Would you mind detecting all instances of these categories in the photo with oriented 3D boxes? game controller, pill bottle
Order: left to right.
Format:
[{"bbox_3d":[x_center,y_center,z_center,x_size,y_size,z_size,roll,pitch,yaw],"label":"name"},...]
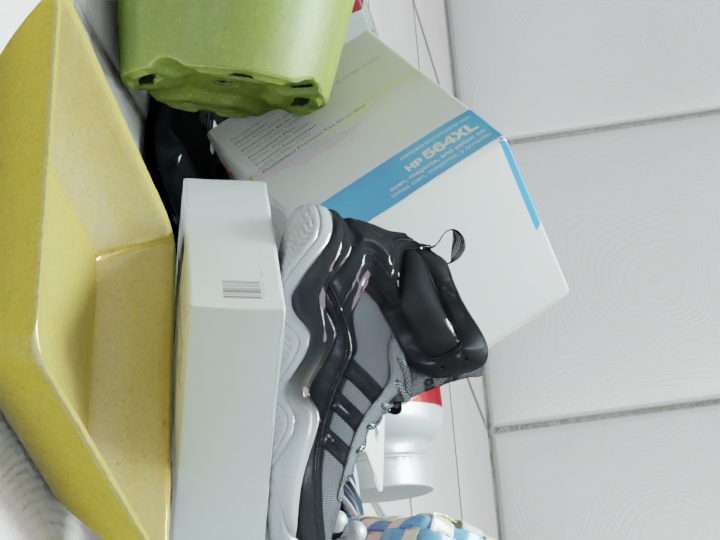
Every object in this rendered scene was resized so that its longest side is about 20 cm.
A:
[{"bbox_3d":[-0.106,-0.089,1.340,0.200,0.042,0.104,-88,153,-53],"label":"game controller"},{"bbox_3d":[0.007,0.080,1.678,0.112,0.112,0.201,53,30,-74],"label":"pill bottle"}]

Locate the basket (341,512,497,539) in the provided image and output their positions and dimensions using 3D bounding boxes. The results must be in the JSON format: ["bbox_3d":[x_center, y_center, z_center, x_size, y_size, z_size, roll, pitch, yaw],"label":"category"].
[{"bbox_3d":[0.023,0.264,1.396,0.176,0.139,0.201,-16,-121,62],"label":"basket"}]

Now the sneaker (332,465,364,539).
[{"bbox_3d":[-0.015,0.222,1.523,0.109,0.070,0.201,-82,157,-79],"label":"sneaker"}]

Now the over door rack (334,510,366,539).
[{"bbox_3d":[-0.034,0.111,1.204,0.148,0.066,0.201,172,-71,-79],"label":"over door rack"}]

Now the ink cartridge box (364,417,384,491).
[{"bbox_3d":[-0.041,0.054,1.466,0.116,0.066,0.201,-87,162,-55],"label":"ink cartridge box"}]

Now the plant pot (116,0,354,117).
[{"bbox_3d":[-0.068,-0.193,1.224,0.200,0.199,0.191,45,49,-77],"label":"plant pot"}]

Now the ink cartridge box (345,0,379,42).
[{"bbox_3d":[-0.045,-0.224,1.622,0.200,0.083,0.146,64,7,-67],"label":"ink cartridge box"}]

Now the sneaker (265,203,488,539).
[{"bbox_3d":[0.008,0.068,1.099,0.075,0.113,0.201,171,-77,-83],"label":"sneaker"}]

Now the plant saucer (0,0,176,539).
[{"bbox_3d":[-0.133,0.009,0.962,0.200,0.048,0.201,70,14,-53],"label":"plant saucer"}]

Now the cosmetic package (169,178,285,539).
[{"bbox_3d":[-0.074,0.053,1.101,0.200,0.051,0.151,-105,-162,-70],"label":"cosmetic package"}]

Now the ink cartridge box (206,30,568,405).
[{"bbox_3d":[0.009,-0.042,1.271,0.200,0.125,0.129,47,-13,52],"label":"ink cartridge box"}]
